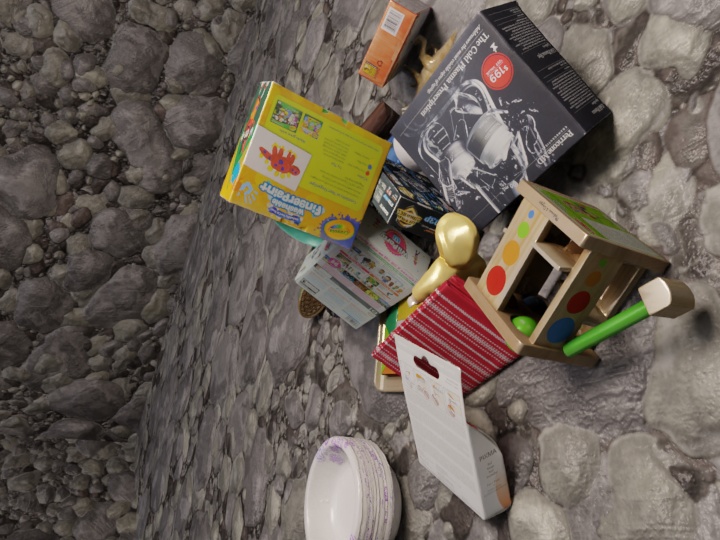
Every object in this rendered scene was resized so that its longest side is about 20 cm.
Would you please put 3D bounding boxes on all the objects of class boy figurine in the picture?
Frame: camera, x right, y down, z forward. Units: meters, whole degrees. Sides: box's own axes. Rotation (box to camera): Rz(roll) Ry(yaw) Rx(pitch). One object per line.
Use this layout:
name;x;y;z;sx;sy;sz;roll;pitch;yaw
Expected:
boy figurine;0.117;0.014;0.794;0.065;0.122;0.203;53;155;40

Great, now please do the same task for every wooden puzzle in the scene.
wooden puzzle;0.080;0.102;0.966;0.199;0.036;0.190;-19;62;59

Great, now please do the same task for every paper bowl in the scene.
paper bowl;-0.008;0.375;0.949;0.200;0.102;0.206;-35;50;54

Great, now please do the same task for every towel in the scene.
towel;0.119;0.101;0.791;0.200;0.143;0.023;-49;10;43

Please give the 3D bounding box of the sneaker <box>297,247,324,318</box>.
sneaker;-0.092;0.000;1.324;0.090;0.066;0.204;-120;49;-63

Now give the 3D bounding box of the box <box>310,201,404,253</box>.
box;-0.001;-0.081;1.091;0.197;0.049;0.161;-14;51;42

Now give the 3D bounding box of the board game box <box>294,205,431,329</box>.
board game box;0.000;0.000;0.991;0.199;0.147;0.065;-35;23;47

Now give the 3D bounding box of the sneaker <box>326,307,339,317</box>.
sneaker;-0.033;-0.006;1.151;0.076;0.085;0.205;94;175;-64

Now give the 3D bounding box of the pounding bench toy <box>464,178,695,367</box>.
pounding bench toy;0.223;0.032;0.617;0.158;0.122;0.201;-65;30;24

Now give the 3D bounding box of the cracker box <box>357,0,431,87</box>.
cracker box;0.066;-0.430;1.095;0.136;0.057;0.201;-61;0;30

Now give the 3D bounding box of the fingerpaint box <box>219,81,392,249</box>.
fingerpaint box;-0.078;-0.146;0.845;0.073;0.197;0.170;31;101;61

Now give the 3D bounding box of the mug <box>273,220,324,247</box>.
mug;-0.062;-0.130;1.029;0.182;0.152;0.116;-3;54;41

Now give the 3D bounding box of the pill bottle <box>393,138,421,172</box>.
pill bottle;0.136;-0.233;0.916;0.199;0.109;0.114;-31;52;56

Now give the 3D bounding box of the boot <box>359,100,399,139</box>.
boot;0.000;-0.261;1.110;0.200;0.064;0.187;-48;-12;-15

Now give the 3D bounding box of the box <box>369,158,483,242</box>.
box;0.081;-0.112;0.917;0.047;0.156;0.201;-60;32;20

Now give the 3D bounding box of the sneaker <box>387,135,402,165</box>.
sneaker;0.077;-0.213;1.082;0.200;0.065;0.080;-39;55;53

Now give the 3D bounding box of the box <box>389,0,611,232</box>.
box;0.168;-0.186;0.741;0.183;0.104;0.200;49;136;6

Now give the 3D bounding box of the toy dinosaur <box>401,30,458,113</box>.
toy dinosaur;0.130;-0.372;1.067;0.201;0.057;0.103;-55;48;49

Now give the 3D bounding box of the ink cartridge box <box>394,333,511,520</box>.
ink cartridge box;0.114;0.187;0.759;0.161;0.049;0.205;20;123;63
